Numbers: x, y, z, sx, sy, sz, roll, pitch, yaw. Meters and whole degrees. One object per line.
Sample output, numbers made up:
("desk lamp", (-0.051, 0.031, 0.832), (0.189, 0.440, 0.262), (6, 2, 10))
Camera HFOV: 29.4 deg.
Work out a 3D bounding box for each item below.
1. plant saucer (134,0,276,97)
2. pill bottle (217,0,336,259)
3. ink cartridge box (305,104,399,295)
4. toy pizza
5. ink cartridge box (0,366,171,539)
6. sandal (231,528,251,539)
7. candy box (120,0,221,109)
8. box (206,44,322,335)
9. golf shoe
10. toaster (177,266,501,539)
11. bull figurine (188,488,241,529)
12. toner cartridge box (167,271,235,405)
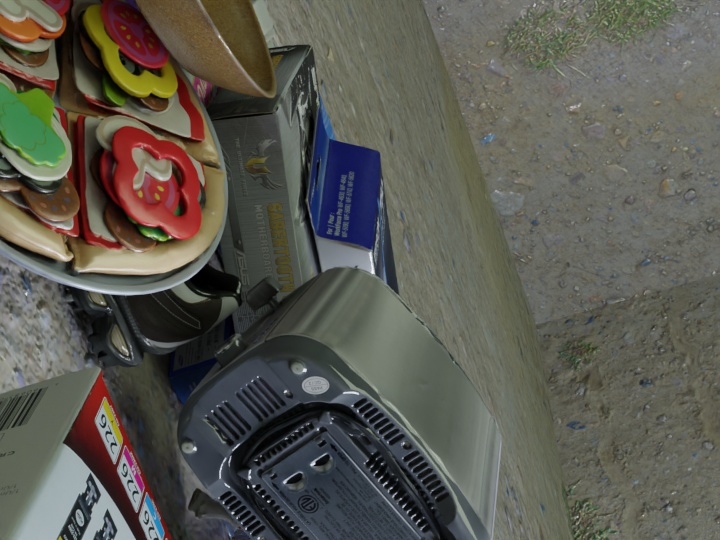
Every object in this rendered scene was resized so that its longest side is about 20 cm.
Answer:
("plant saucer", (-0.104, -0.176, 0.725), (0.201, 0.035, 0.202), (-90, 154, -71))
("pill bottle", (-0.073, -0.090, 0.984), (0.113, 0.111, 0.202), (-82, 155, -63))
("ink cartridge box", (0.000, 0.000, 0.896), (0.100, 0.039, 0.202), (-85, 168, -47))
("toy pizza", (-0.136, -0.081, 0.644), (0.199, 0.032, 0.202), (32, 40, -30))
("ink cartridge box", (-0.115, 0.171, 0.502), (0.176, 0.083, 0.202), (-79, 152, -65))
("sandal", (-0.050, 0.242, 0.812), (0.080, 0.059, 0.207), (58, -2, -38))
("candy box", (-0.141, -0.142, 0.824), (0.168, 0.071, 0.203), (-65, 138, -74))
("box", (-0.049, -0.025, 0.865), (0.159, 0.048, 0.203), (-77, 161, -68))
("golf shoe", (-0.127, -0.048, 0.717), (0.078, 0.093, 0.202), (-86, 156, -57))
("toaster", (0.003, 0.094, 0.731), (0.200, 0.113, 0.129), (48, 26, -11))
("bull figurine", (-0.041, 0.158, 0.798), (0.066, 0.120, 0.200), (-62, -169, 20))
("toner cartridge box", (-0.067, 0.107, 0.926), (0.096, 0.043, 0.201), (-88, 159, -53))
